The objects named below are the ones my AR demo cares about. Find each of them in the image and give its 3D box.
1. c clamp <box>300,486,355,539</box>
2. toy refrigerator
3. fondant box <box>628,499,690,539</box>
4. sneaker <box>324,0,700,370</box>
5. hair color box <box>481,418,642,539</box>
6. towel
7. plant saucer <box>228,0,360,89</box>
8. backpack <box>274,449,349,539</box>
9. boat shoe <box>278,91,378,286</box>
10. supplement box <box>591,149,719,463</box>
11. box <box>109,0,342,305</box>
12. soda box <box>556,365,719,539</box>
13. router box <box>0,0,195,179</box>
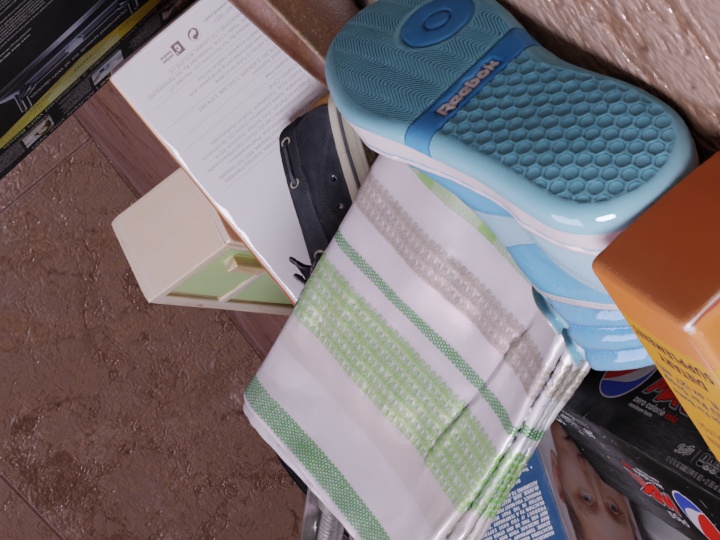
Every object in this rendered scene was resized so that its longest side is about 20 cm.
[{"bbox_3d":[-0.021,0.138,0.984,0.200,0.027,0.171,101,171,-50],"label":"c clamp"},{"bbox_3d":[-0.072,-0.015,1.228,0.200,0.076,0.070,10,-130,-61],"label":"toy refrigerator"},{"bbox_3d":[0.191,0.157,0.968,0.144,0.058,0.200,54,170,-30],"label":"fondant box"},{"bbox_3d":[0.066,-0.028,0.709,0.200,0.079,0.131,42,168,48],"label":"sneaker"},{"bbox_3d":[0.080,0.091,0.893,0.100,0.060,0.201,24,-137,-54],"label":"hair color box"},{"bbox_3d":[0.028,0.031,0.820,0.031,0.200,0.149,-5,-138,-49],"label":"towel"},{"bbox_3d":[-0.061,-0.159,0.879,0.200,0.037,0.200,42,180,0],"label":"plant saucer"},{"bbox_3d":[0.050,0.115,1.148,0.200,0.168,0.163,46,178,11],"label":"backpack"},{"bbox_3d":[0.000,0.000,0.967,0.075,0.062,0.201,10,-117,-59],"label":"boat shoe"},{"bbox_3d":[0.161,0.056,0.620,0.200,0.069,0.067,51,175,-29],"label":"supplement box"},{"bbox_3d":[-0.049,-0.068,1.070,0.200,0.097,0.124,51,178,-10],"label":"box"},{"bbox_3d":[0.151,0.076,0.779,0.071,0.063,0.200,51,173,-20],"label":"soda box"},{"bbox_3d":[-0.196,-0.150,1.164,0.052,0.200,0.157,45,172,4],"label":"router box"}]
